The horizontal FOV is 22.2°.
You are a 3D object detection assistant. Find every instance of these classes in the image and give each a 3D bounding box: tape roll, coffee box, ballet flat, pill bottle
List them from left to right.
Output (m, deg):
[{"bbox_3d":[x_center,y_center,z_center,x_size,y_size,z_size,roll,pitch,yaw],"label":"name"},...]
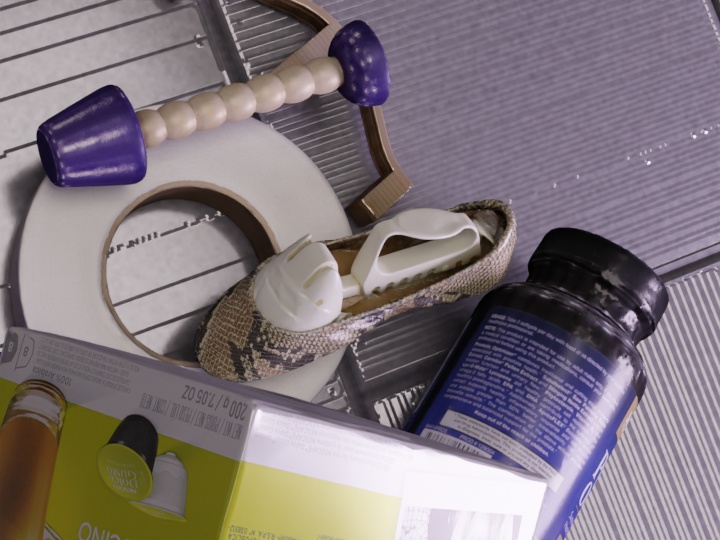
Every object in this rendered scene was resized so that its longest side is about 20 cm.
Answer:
[{"bbox_3d":[-0.099,0.006,1.050,0.202,0.037,0.204,3,79,-19],"label":"tape roll"},{"bbox_3d":[-0.066,0.158,0.895,0.199,0.199,0.199,18,86,-43],"label":"coffee box"},{"bbox_3d":[0.000,0.000,1.024,0.199,0.075,0.068,-19,64,-20],"label":"ballet flat"},{"bbox_3d":[0.097,0.079,1.063,0.112,0.112,0.200,36,71,-9],"label":"pill bottle"}]

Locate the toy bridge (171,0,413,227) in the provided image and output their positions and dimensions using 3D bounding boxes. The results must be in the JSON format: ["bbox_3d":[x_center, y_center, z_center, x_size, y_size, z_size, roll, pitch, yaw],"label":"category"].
[{"bbox_3d":[-0.036,-0.123,1.101,0.067,0.027,0.200,-41,95,-23],"label":"toy bridge"}]

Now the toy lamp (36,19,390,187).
[{"bbox_3d":[-0.083,-0.092,1.026,0.199,0.058,0.058,-20,87,-24],"label":"toy lamp"}]
